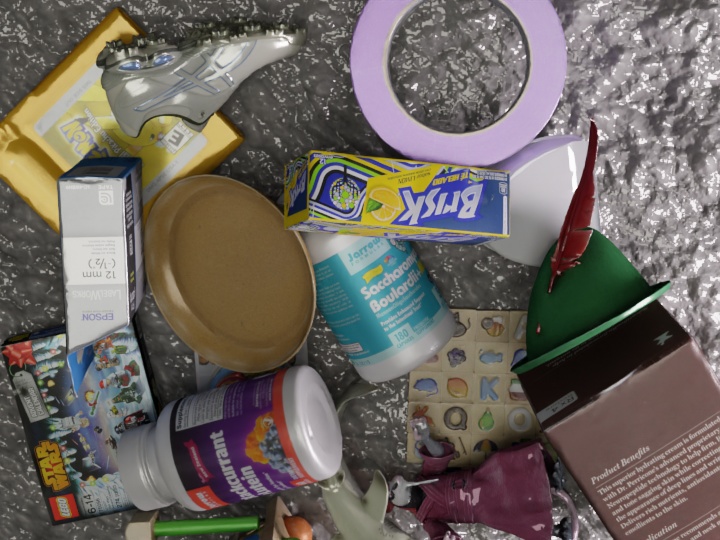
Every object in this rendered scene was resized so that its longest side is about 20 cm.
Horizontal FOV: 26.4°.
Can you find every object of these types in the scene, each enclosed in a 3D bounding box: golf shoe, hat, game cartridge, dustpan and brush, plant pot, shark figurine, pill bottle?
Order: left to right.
[{"bbox_3d":[-0.242,-0.123,1.486,0.200,0.032,0.176,-43,101,8],"label":"game cartridge"},{"bbox_3d":[-0.143,-0.182,1.438,0.200,0.078,0.097,-13,109,-13],"label":"golf shoe"},{"bbox_3d":[-0.128,0.168,1.476,0.200,0.111,0.112,-17,105,17],"label":"pill bottle"},{"bbox_3d":[-0.121,0.001,1.465,0.200,0.027,0.201,13,116,28],"label":"plant pot"},{"bbox_3d":[-0.005,0.212,1.532,0.128,0.089,0.215,-21,79,13],"label":"shark figurine"},{"bbox_3d":[0.000,0.000,1.480,0.111,0.111,0.200,-31,104,7],"label":"pill bottle"},{"bbox_3d":[0.129,-0.057,1.503,0.199,0.057,0.140,-12,117,-4],"label":"dustpan and brush"},{"bbox_3d":[0.188,-0.024,1.465,0.200,0.166,0.176,-31,89,18],"label":"hat"}]

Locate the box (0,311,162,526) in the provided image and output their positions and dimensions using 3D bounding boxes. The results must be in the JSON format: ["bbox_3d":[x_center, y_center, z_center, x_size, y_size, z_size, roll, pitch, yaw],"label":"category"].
[{"bbox_3d":[-0.270,0.150,1.553,0.137,0.040,0.200,-12,105,3],"label":"box"}]

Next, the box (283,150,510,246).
[{"bbox_3d":[0.035,-0.064,1.400,0.200,0.070,0.064,4,82,-22],"label":"box"}]

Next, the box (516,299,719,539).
[{"bbox_3d":[0.281,0.161,1.495,0.166,0.164,0.200,-32,104,5],"label":"box"}]

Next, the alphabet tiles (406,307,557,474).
[{"bbox_3d":[0.131,0.136,1.572,0.166,0.006,0.201,1,105,-1],"label":"alphabet tiles"}]

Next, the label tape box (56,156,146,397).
[{"bbox_3d":[-0.236,0.002,1.426,0.066,0.143,0.201,-3,101,-1],"label":"label tape box"}]

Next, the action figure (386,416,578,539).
[{"bbox_3d":[0.112,0.222,1.558,0.200,0.149,0.134,-4,76,19],"label":"action figure"}]

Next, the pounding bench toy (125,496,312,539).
[{"bbox_3d":[-0.124,0.298,1.551,0.156,0.124,0.200,-31,103,7],"label":"pounding bench toy"}]

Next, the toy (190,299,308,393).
[{"bbox_3d":[-0.110,0.119,1.543,0.115,0.047,0.201,-2,104,2],"label":"toy"}]

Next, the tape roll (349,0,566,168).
[{"bbox_3d":[0.091,-0.195,1.437,0.200,0.066,0.201,0,95,4],"label":"tape roll"}]
